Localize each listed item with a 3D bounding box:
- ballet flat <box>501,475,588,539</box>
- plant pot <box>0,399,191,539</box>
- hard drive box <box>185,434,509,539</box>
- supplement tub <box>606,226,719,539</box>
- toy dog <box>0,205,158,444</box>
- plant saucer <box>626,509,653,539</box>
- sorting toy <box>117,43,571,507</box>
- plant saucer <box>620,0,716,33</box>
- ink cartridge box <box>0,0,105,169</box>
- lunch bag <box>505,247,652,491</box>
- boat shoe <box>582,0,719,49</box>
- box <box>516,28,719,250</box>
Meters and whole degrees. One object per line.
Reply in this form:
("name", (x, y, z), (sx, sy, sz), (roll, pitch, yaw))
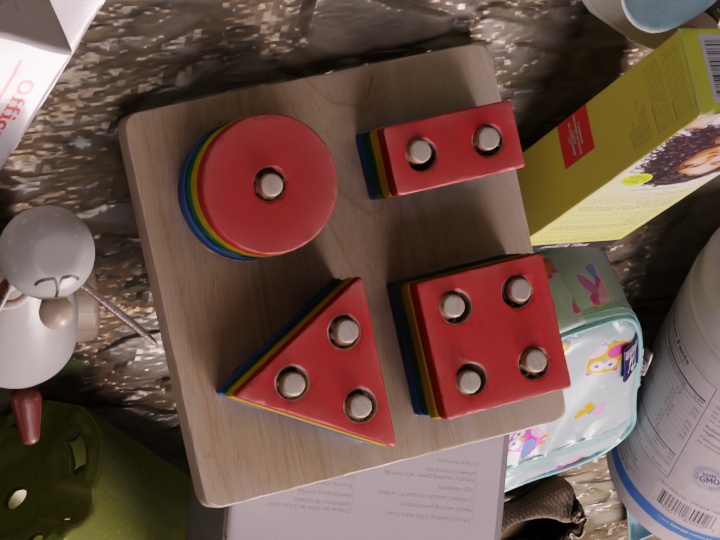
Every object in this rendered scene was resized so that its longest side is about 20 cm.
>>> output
("ballet flat", (0.091, 0.175, 1.505), (0.200, 0.046, 0.067), (-22, 142, -60))
("plant pot", (-0.142, 0.172, 1.351), (0.200, 0.200, 0.190), (-34, 128, 9))
("hard drive box", (-0.005, 0.086, 1.281), (0.156, 0.200, 0.077), (8, 175, -20))
("supplement tub", (0.236, 0.071, 1.462), (0.132, 0.132, 0.200), (-9, 145, -22))
("toy dog", (-0.164, 0.032, 1.175), (0.132, 0.097, 0.200), (-13, 174, 4))
("plant saucer", (0.270, 0.128, 1.652), (0.200, 0.019, 0.070), (-22, 142, -8))
("sorting toy", (0.000, 0.000, 1.206), (0.198, 0.200, 0.070), (-13, -177, -17))
("plant saucer", (0.167, -0.209, 1.134), (0.201, 0.039, 0.201), (-43, 154, -28))
("ink cartridge box", (-0.212, -0.089, 1.084), (0.200, 0.068, 0.117), (10, 130, -38))
("lunch bag", (0.074, 0.074, 1.427), (0.200, 0.077, 0.161), (-18, 141, -11))
("boat shoe", (0.116, -0.176, 1.199), (0.200, 0.073, 0.062), (32, 71, -40))
("box", (0.148, -0.066, 1.270), (0.075, 0.050, 0.200), (-4, 163, -26))
